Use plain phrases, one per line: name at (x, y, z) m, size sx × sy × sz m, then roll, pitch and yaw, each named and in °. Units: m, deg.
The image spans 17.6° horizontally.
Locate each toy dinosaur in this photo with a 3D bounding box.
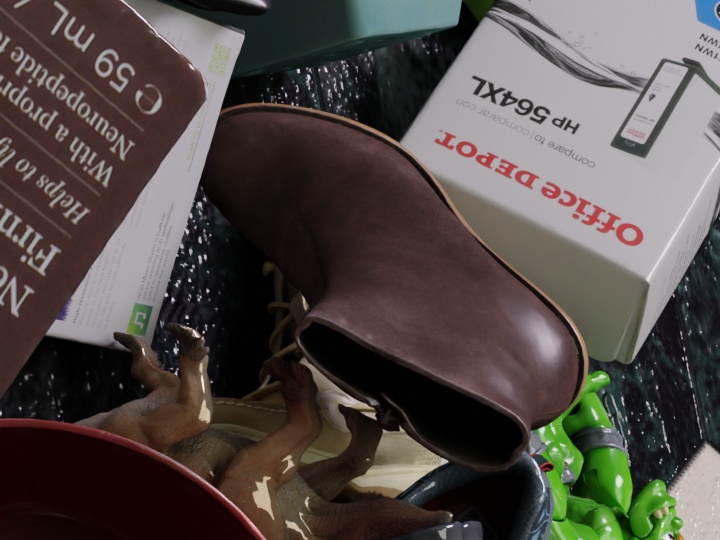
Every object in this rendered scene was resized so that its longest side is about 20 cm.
toy dinosaur at (-0.067, 0.098, 0.894) m, size 0.086 × 0.200 × 0.136 m, roll 66°, pitch 43°, yaw -74°

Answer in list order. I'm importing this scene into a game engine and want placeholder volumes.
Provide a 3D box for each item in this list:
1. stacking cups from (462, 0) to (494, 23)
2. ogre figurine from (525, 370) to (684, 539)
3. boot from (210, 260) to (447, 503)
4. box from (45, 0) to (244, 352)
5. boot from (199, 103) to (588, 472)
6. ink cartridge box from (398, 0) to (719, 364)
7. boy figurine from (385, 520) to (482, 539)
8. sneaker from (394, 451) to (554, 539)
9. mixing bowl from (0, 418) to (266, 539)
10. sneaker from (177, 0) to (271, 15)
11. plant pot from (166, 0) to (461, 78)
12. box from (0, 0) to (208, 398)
stacking cups at (0.101, -0.124, 1.313) m, size 0.200 × 0.060 × 0.061 m, roll 56°, pitch 38°, yaw -27°
ogre figurine at (0.104, 0.112, 1.175) m, size 0.200 × 0.098 × 0.120 m, roll 82°, pitch -10°, yaw -79°
boot at (-0.027, 0.031, 1.047) m, size 0.200 × 0.073 × 0.156 m, roll 14°, pitch 65°, yaw -53°
box at (-0.134, -0.051, 0.902) m, size 0.200 × 0.036 × 0.145 m, roll 16°, pitch 92°, yaw -57°
boot at (0.000, 0.000, 0.930) m, size 0.200 × 0.072 × 0.166 m, roll 32°, pitch 16°, yaw 8°
ink cartridge box at (0.120, -0.074, 1.182) m, size 0.200 × 0.146 × 0.084 m, roll -57°, pitch 166°, yaw -30°
boy figurine at (0.032, 0.186, 0.774) m, size 0.124 × 0.064 × 0.200 m, roll 33°, pitch 40°, yaw -74°
sneaker at (0.002, 0.137, 0.970) m, size 0.079 × 0.096 × 0.200 m, roll 43°, pitch 69°, yaw 10°
mixing bowl at (-0.117, 0.143, 0.805) m, size 0.108 × 0.200 × 0.201 m, roll -146°, pitch -147°, yaw -82°
sneaker at (-0.083, -0.149, 0.890) m, size 0.076 × 0.087 × 0.200 m, roll -67°, pitch 161°, yaw 1°
plant pot at (-0.033, -0.198, 1.092) m, size 0.141 × 0.141 × 0.201 m, roll -17°, pitch 94°, yaw -55°
box at (-0.189, -0.034, 0.706) m, size 0.166 × 0.164 × 0.200 m, roll 40°, pitch 77°, yaw -35°
